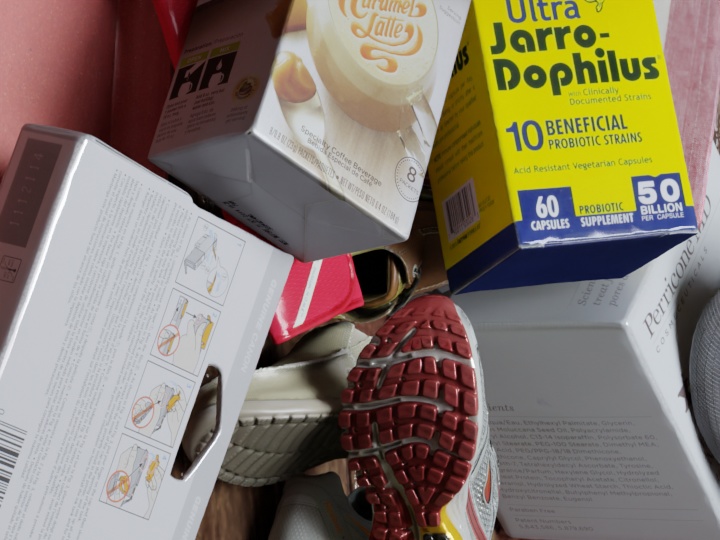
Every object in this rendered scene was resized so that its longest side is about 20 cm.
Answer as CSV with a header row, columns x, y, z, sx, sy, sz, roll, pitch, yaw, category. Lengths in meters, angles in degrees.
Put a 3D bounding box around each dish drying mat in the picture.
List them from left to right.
x,y,z,sx,sy,sz,roll,pitch,yaw,category
-0.051,-0.067,1.343,0.077,0.018,0.200,-23,98,-45,dish drying mat

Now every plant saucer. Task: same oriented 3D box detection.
x,y,z,sx,sy,sz,roll,pitch,yaw,category
-0.166,-0.069,1.260,0.200,0.037,0.200,8,84,-56,plant saucer

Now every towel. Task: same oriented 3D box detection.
x,y,z,sx,sy,sz,roll,pitch,yaw,category
0.108,-0.106,1.520,0.023,0.200,0.144,106,-7,-78,towel

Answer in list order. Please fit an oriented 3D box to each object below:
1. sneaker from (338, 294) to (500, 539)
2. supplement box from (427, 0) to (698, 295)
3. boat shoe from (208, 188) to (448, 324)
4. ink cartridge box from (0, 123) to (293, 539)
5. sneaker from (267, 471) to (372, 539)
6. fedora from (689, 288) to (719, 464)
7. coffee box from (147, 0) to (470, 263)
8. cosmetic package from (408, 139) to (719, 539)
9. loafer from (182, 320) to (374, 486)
x,y,z,sx,sy,sz,roll,pitch,yaw,category
0.035,0.102,1.415,0.082,0.078,0.200,-52,148,-57,sneaker
0.099,-0.099,1.438,0.109,0.110,0.200,-6,78,-20,supplement box
0.000,0.000,1.447,0.200,0.068,0.072,-4,128,-43,boat shoe
-0.127,0.054,1.253,0.176,0.045,0.200,31,75,-53,ink cartridge box
0.015,0.177,1.500,0.200,0.076,0.092,43,52,-49,sneaker
0.282,0.051,1.551,0.090,0.177,0.200,-88,154,-66,fedora
-0.017,-0.121,1.319,0.114,0.080,0.200,34,59,-35,coffee box
0.152,0.044,1.616,0.200,0.165,0.165,60,43,-36,cosmetic package
-0.026,0.068,1.442,0.200,0.076,0.068,-2,55,-47,loafer
